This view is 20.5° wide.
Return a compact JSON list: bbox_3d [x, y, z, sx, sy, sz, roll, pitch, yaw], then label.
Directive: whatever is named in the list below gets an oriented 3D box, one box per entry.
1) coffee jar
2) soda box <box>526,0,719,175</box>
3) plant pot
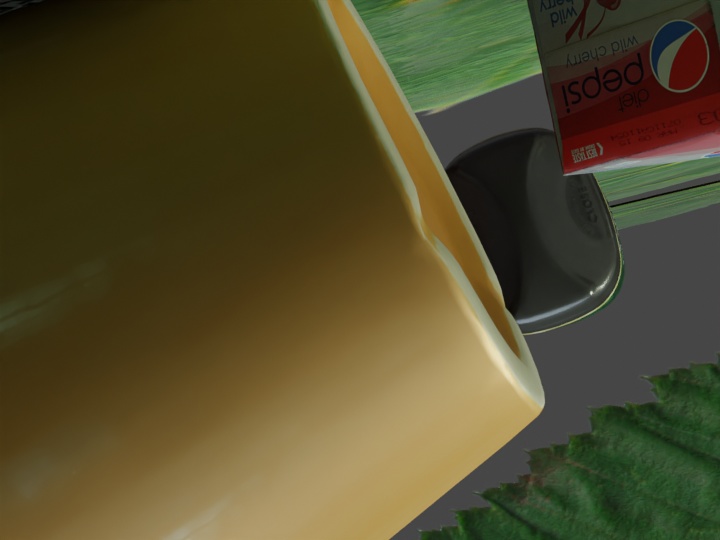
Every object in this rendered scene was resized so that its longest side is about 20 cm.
[{"bbox_3d":[0.095,-0.019,1.075,0.085,0.105,0.200,-21,177,8],"label":"coffee jar"},{"bbox_3d":[0.140,-0.072,0.599,0.199,0.064,0.070,-9,176,-44],"label":"soda box"},{"bbox_3d":[-0.065,0.018,0.467,0.183,0.201,0.200,-28,175,7],"label":"plant pot"}]
